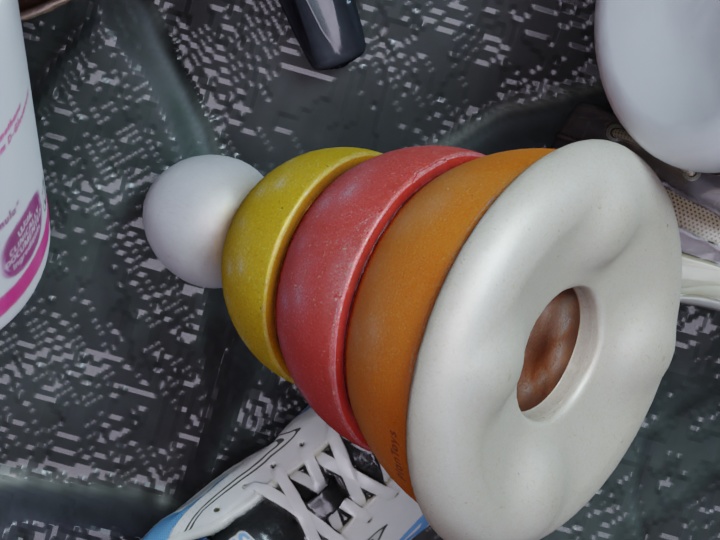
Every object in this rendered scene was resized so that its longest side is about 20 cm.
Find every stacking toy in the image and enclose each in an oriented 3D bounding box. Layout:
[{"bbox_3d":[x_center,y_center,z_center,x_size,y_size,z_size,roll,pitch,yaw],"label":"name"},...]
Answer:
[{"bbox_3d":[0.000,0.000,1.039,0.199,0.146,0.147,23,95,33],"label":"stacking toy"}]

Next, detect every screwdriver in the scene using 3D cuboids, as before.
[{"bbox_3d":[-0.038,-0.170,1.081,0.029,0.028,0.201,-20,97,-32],"label":"screwdriver"}]

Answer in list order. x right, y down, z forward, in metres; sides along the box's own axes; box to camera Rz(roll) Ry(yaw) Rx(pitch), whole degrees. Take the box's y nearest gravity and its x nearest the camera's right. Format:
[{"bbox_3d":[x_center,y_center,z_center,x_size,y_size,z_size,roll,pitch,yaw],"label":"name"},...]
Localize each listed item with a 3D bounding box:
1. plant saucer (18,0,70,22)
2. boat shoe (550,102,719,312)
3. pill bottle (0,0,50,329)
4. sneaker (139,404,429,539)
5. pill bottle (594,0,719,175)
[{"bbox_3d":[-0.153,-0.186,1.067,0.199,0.037,0.202,0,95,-4],"label":"plant saucer"},{"bbox_3d":[0.159,-0.013,1.085,0.199,0.074,0.074,15,95,-6],"label":"boat shoe"},{"bbox_3d":[-0.168,-0.068,0.988,0.113,0.200,0.114,-1,51,1],"label":"pill bottle"},{"bbox_3d":[-0.018,0.090,1.086,0.200,0.072,0.072,-42,95,0],"label":"sneaker"},{"bbox_3d":[0.186,-0.080,1.030,0.199,0.109,0.110,5,96,-38],"label":"pill bottle"}]
